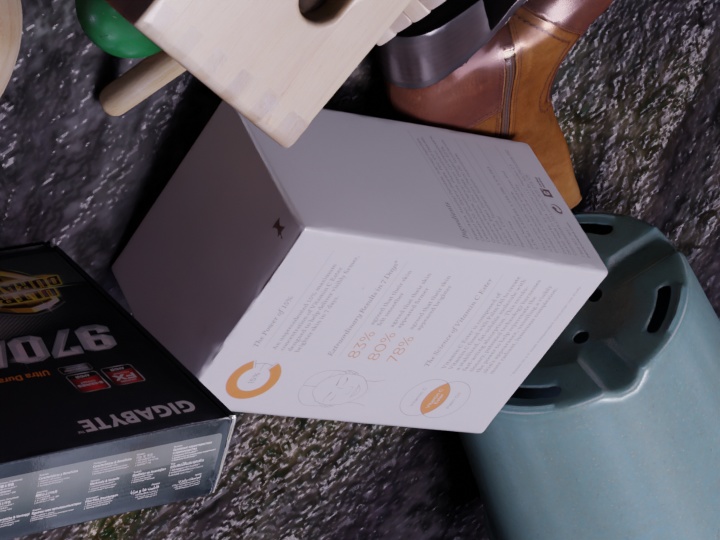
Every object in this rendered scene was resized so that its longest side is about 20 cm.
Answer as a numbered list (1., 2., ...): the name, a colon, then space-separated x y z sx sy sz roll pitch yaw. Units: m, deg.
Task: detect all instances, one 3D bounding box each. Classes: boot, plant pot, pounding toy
1. boot: 0.102 -0.096 1.504 0.188 0.068 0.200 -35 141 -17
2. plant pot: 0.140 0.084 1.607 0.200 0.200 0.196 -38 133 -13
3. pounding toy: -0.055 -0.145 1.241 0.200 0.184 0.142 -50 130 2

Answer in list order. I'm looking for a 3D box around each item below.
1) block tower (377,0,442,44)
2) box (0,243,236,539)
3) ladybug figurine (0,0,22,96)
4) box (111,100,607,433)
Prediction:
1. block tower: 0.062 -0.182 1.295 0.200 0.058 0.054 -32 123 20
2. box: -0.182 0.057 1.287 0.200 0.159 0.046 -9 126 -38
3. ladybug figurine: -0.222 -0.071 1.210 0.200 0.072 0.136 -39 141 -12
4. box: 0.000 0.000 1.426 0.200 0.098 0.124 8 131 -40
